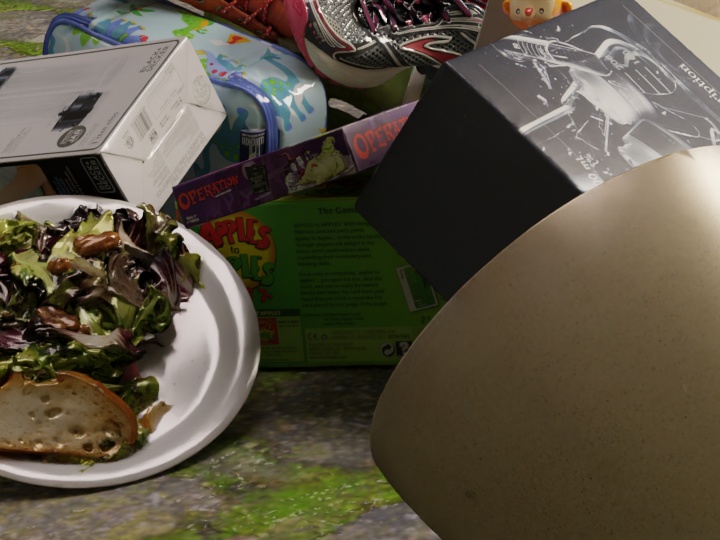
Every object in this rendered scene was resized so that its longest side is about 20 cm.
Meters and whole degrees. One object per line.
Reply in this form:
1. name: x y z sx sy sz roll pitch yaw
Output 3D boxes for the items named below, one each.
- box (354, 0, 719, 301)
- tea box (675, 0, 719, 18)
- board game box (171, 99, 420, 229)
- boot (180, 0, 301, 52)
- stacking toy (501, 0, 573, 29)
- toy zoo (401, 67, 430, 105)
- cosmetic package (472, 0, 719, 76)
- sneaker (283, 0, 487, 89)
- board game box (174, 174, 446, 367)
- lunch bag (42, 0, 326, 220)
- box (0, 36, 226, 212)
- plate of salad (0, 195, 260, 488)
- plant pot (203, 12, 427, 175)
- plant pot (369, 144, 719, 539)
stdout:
1. box: 0.135 -0.024 0.975 0.200 0.104 0.182 44 39 14
2. tea box: 0.172 -0.189 1.594 0.198 0.135 0.197 -9 17 -8
3. board game box: 0.003 -0.070 1.050 0.120 0.033 0.200 -22 2 36
4. boot: -0.085 -0.197 1.263 0.199 0.075 0.107 7 34 -42
5. stacking toy: 0.112 -0.077 1.145 0.115 0.202 0.110 6 22 31
6. toy zoo: 0.097 -0.120 1.338 0.130 0.021 0.201 21 42 -4
7. cosmetic package: 0.169 -0.112 1.191 0.199 0.106 0.071 24 42 9
8. sneaker: 0.036 -0.168 1.254 0.199 0.081 0.075 -4 -18 -38
9. board game box: 0.000 0.000 1.105 0.198 0.102 0.048 -2 16 13
10. lunch bag: -0.118 -0.083 1.272 0.199 0.162 0.082 25 37 26
11. box: -0.195 -0.078 1.187 0.199 0.060 0.117 -3 40 33
12. plate of salad: -0.151 0.027 1.024 0.198 0.048 0.201 5 48 -5
13. plant pot: -0.025 -0.119 1.394 0.198 0.201 0.190 -5 30 3
14. plant pot: 0.122 0.069 0.754 0.199 0.201 0.135 -17 57 -33
